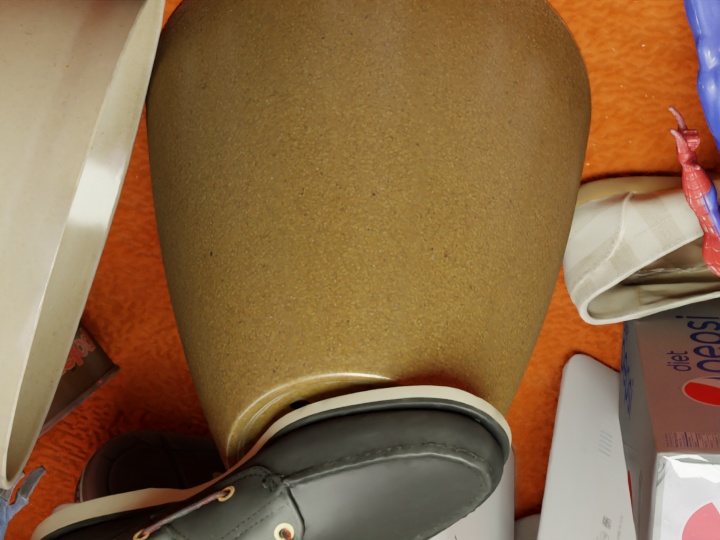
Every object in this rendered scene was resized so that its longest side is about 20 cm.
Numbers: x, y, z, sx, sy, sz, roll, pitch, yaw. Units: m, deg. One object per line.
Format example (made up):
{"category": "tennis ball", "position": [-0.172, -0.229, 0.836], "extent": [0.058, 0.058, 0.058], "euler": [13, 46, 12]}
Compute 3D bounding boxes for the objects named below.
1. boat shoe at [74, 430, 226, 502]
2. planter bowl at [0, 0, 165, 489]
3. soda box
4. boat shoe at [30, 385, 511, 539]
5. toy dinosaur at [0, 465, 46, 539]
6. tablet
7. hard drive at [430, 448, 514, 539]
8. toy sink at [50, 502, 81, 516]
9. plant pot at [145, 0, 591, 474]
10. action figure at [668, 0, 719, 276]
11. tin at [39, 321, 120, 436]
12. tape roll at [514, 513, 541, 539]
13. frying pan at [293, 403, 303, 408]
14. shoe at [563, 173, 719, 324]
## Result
{"category": "boat shoe", "position": [-0.035, 0.119, 1.312], "extent": [0.201, 0.075, 0.075], "euler": [16, 154, -12]}
{"category": "planter bowl", "position": [-0.167, -0.032, 1.070], "extent": [0.134, 0.201, 0.201], "euler": [17, 133, 0]}
{"category": "soda box", "position": [0.142, 0.068, 1.149], "extent": [0.063, 0.200, 0.069], "euler": [2, 110, 1]}
{"category": "boat shoe", "position": [-0.035, 0.101, 1.017], "extent": [0.201, 0.063, 0.074], "euler": [-22, 126, 20]}
{"category": "toy dinosaur", "position": [-0.184, 0.185, 1.306], "extent": [0.181, 0.105, 0.200], "euler": [10, 140, -38]}
{"category": "tablet", "position": [0.128, 0.144, 1.229], "extent": [0.130, 0.201, 0.014], "euler": [31, 141, -24]}
{"category": "hard drive", "position": [0.040, 0.116, 1.204], "extent": [0.027, 0.201, 0.132], "euler": [-10, 132, 13]}
{"category": "toy sink", "position": [-0.059, 0.199, 1.211], "extent": [0.130, 0.112, 0.200], "euler": [0, 145, 11]}
{"category": "plant pot", "position": [0.000, 0.000, 1.098], "extent": [0.185, 0.201, 0.187], "euler": [1, 133, 1]}
{"category": "action figure", "position": [0.155, -0.056, 1.101], "extent": [0.065, 0.052, 0.201], "euler": [-8, 116, 8]}
{"category": "tin", "position": [-0.189, 0.087, 1.250], "extent": [0.200, 0.112, 0.042], "euler": [-36, 97, 30]}
{"category": "tape roll", "position": [0.065, 0.208, 1.292], "extent": [0.037, 0.203, 0.203], "euler": [27, 129, -22]}
{"category": "frying pan", "position": [-0.010, 0.128, 1.232], "extent": [0.114, 0.031, 0.190], "euler": [17, 143, -14]}
{"category": "shoe", "position": [0.180, -0.017, 1.172], "extent": [0.199, 0.054, 0.070], "euler": [-11, 132, 13]}
